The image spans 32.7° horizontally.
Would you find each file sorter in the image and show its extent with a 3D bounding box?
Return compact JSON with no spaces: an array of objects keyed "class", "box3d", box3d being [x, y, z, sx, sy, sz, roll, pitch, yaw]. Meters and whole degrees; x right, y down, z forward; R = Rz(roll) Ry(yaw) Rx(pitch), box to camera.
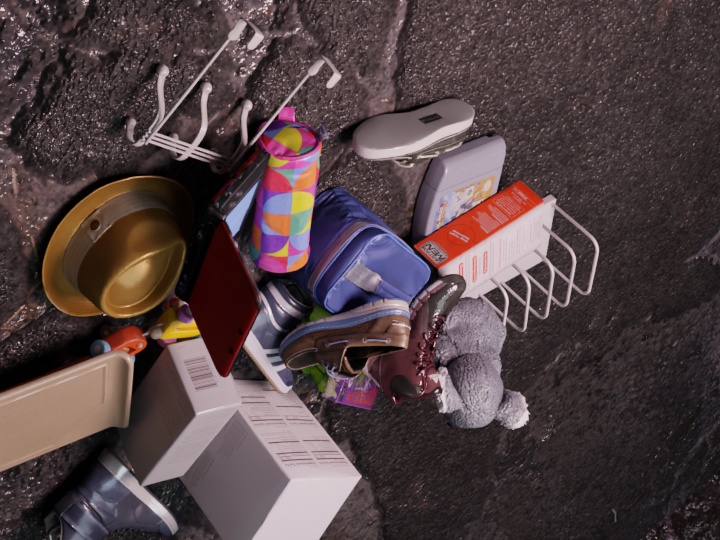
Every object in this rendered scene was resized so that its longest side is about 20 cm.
[{"class":"file sorter","box3d":[0.256,0.004,1.922,0.199,0.125,0.140,-27,142,-24]}]

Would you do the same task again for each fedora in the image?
[{"class":"fedora","box3d":[-0.259,-0.011,1.386,0.199,0.082,0.202,-29,144,-24]}]

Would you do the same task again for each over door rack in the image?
[{"class":"over door rack","box3d":[-0.140,-0.192,1.320,0.199,0.067,0.147,-36,152,26]}]

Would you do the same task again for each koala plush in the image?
[{"class":"koala plush","box3d":[0.152,0.155,1.794,0.176,0.201,0.185,20,112,-17]}]

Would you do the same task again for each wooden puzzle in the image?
[{"class":"wooden puzzle","box3d":[-0.373,0.166,1.464,0.198,0.037,0.186,-16,151,-23]}]

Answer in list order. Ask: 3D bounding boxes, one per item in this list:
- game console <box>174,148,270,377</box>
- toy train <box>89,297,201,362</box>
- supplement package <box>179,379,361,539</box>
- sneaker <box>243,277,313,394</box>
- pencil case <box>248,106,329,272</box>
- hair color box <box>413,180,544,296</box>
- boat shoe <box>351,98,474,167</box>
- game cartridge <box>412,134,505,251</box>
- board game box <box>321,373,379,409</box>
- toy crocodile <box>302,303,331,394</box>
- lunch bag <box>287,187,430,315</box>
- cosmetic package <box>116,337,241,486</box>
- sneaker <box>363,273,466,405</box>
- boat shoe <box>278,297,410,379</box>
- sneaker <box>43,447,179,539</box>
[{"class":"game console","box3d":[-0.134,-0.007,1.401,0.173,0.118,0.200,-52,177,-35]},{"class":"toy train","box3d":[-0.248,0.083,1.533,0.149,0.056,0.200,-32,156,15]},{"class":"supplement package","box3d":[-0.136,0.276,1.721,0.150,0.200,0.153,8,122,-50]},{"class":"sneaker","box3d":[-0.106,0.087,1.670,0.108,0.070,0.201,-38,143,-7]},{"class":"pencil case","box3d":[-0.092,-0.091,1.482,0.088,0.088,0.201,-22,141,-30]},{"class":"hair color box","box3d":[0.173,-0.036,1.784,0.199,0.061,0.102,-32,145,-21]},{"class":"boat shoe","box3d":[0.069,-0.166,1.585,0.199,0.071,0.064,-19,138,-36]},{"class":"game cartridge","box3d":[0.137,-0.094,1.769,0.132,0.041,0.201,-27,143,-32]},{"class":"board game box","box3d":[0.003,0.139,1.797,0.121,0.032,0.200,-65,163,-2]},{"class":"toy crocodile","box3d":[-0.049,0.116,1.765,0.061,0.067,0.201,-32,147,-24]},{"class":"lunch bag","box3d":[0.000,0.000,1.633,0.136,0.132,0.200,-48,146,6]},{"class":"cosmetic package","box3d":[-0.234,0.180,1.553,0.073,0.102,0.200,-9,153,-37]},{"class":"sneaker","box3d":[0.097,0.107,1.689,0.200,0.116,0.075,-48,149,20]},{"class":"boat shoe","box3d":[-0.024,0.099,1.578,0.199,0.073,0.072,-25,150,31]},{"class":"sneaker","box3d":[-0.342,0.346,1.673,0.146,0.077,0.203,-48,139,-15]}]
